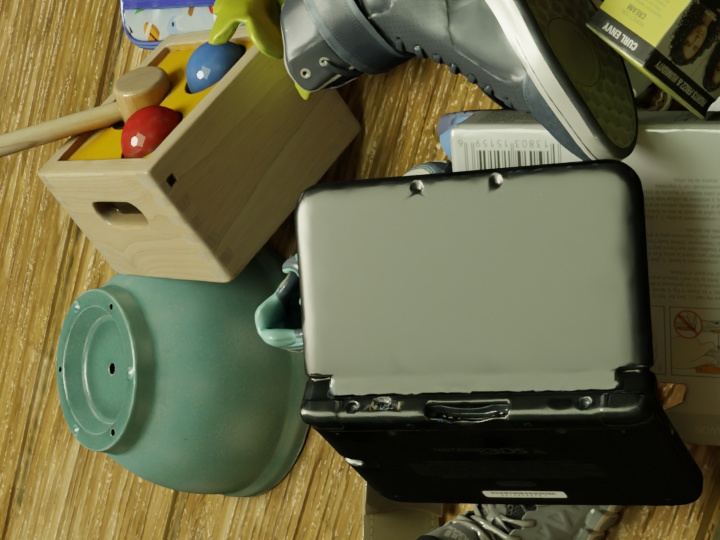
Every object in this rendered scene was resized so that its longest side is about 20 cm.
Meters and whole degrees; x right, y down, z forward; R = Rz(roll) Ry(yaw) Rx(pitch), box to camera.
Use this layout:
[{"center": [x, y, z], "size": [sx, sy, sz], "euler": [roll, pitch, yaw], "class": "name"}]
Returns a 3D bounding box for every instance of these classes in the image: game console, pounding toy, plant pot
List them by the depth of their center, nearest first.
[{"center": [0.076, 0.042, 0.960], "size": [0.198, 0.176, 0.117], "euler": [-3, 58, 28], "class": "game console"}, {"center": [-0.147, -0.090, 1.260], "size": [0.199, 0.184, 0.143], "euler": [4, 137, 52], "class": "pounding toy"}, {"center": [-0.145, 0.073, 1.332], "size": [0.199, 0.133, 0.203], "euler": [-2, 87, 52], "class": "plant pot"}]

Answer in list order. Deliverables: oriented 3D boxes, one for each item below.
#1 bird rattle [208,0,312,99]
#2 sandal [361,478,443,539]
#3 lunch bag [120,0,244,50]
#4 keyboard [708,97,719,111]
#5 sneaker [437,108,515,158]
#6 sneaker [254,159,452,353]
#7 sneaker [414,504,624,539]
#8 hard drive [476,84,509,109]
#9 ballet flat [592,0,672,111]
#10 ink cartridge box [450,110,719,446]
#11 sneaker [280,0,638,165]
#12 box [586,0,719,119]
[{"center": [-0.006, -0.211, 1.151], "size": [0.162, 0.112, 0.202], "euler": [18, 85, 39], "class": "bird rattle"}, {"center": [0.017, 0.210, 1.195], "size": [0.070, 0.077, 0.214], "euler": [172, 106, -83], "class": "sandal"}, {"center": [-0.111, -0.237, 1.342], "size": [0.199, 0.075, 0.162], "euler": [10, 99, 53], "class": "lunch bag"}, {"center": [0.227, -0.131, 0.962], "size": [0.056, 0.011, 0.201], "euler": [52, 128, 45], "class": "keyboard"}, {"center": [0.112, -0.053, 1.055], "size": [0.199, 0.073, 0.083], "euler": [22, 114, 54], "class": "sneaker"}, {"center": [0.000, 0.000, 1.185], "size": [0.200, 0.086, 0.078], "euler": [-49, 54, 40], "class": "sneaker"}, {"center": [0.089, 0.143, 1.046], "size": [0.075, 0.115, 0.202], "euler": [39, 119, 45], "class": "sneaker"}, {"center": [0.085, -0.217, 1.114], "size": [0.135, 0.042, 0.202], "euler": [-42, 58, 43], "class": "hard drive"}, {"center": [0.117, -0.161, 0.977], "size": [0.067, 0.200, 0.062], "euler": [-43, 31, -1], "class": "ballet flat"}, {"center": [0.152, 0.003, 0.962], "size": [0.198, 0.044, 0.175], "euler": [2, 108, 25], "class": "ink cartridge box"}, {"center": [0.045, -0.114, 0.942], "size": [0.146, 0.077, 0.203], "euler": [-38, 85, 36], "class": "sneaker"}, {"center": [0.203, -0.179, 0.888], "size": [0.201, 0.075, 0.050], "euler": [-53, 48, 8], "class": "box"}]
